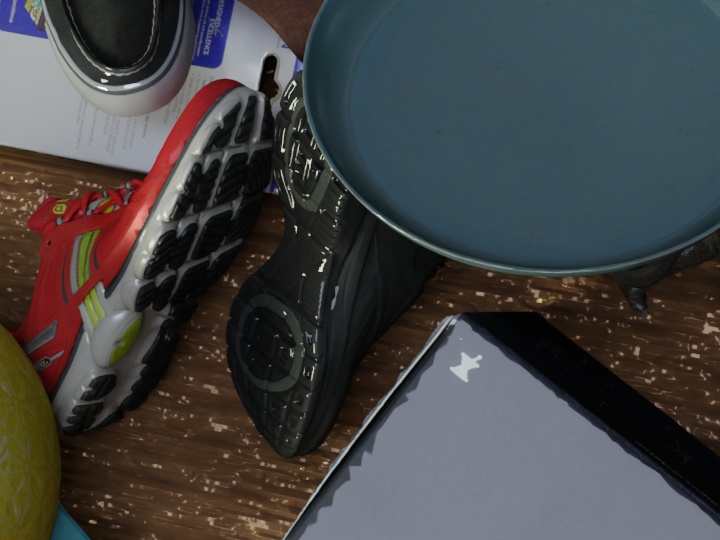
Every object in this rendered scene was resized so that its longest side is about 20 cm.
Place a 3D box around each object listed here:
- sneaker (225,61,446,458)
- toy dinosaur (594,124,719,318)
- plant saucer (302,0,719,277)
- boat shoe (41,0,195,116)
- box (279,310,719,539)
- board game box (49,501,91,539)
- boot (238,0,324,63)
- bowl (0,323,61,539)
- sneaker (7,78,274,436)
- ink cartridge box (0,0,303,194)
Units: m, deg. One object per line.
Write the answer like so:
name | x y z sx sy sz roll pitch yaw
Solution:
sneaker | 0.000 0.000 0.851 0.076 0.091 0.200 46 130 40
toy dinosaur | 0.154 -0.035 0.802 0.077 0.200 0.102 47 123 36
plant saucer | 0.077 -0.074 0.758 0.200 0.027 0.200 -2 55 3
boat shoe | -0.123 -0.164 0.869 0.069 0.057 0.200 -14 63 1
box | 0.098 0.121 0.772 0.200 0.197 0.124 38 96 12
board game box | -0.231 0.119 0.873 0.151 0.047 0.200 -41 93 -16
boot | 0.031 -0.170 0.827 0.166 0.072 0.200 31 103 -25
bowl | -0.224 0.085 0.800 0.200 0.108 0.200 2 81 -13
sneaker | -0.113 -0.013 0.867 0.085 0.077 0.200 43 116 18
ink cartridge box | -0.119 -0.099 0.909 0.200 0.039 0.100 12 90 14
